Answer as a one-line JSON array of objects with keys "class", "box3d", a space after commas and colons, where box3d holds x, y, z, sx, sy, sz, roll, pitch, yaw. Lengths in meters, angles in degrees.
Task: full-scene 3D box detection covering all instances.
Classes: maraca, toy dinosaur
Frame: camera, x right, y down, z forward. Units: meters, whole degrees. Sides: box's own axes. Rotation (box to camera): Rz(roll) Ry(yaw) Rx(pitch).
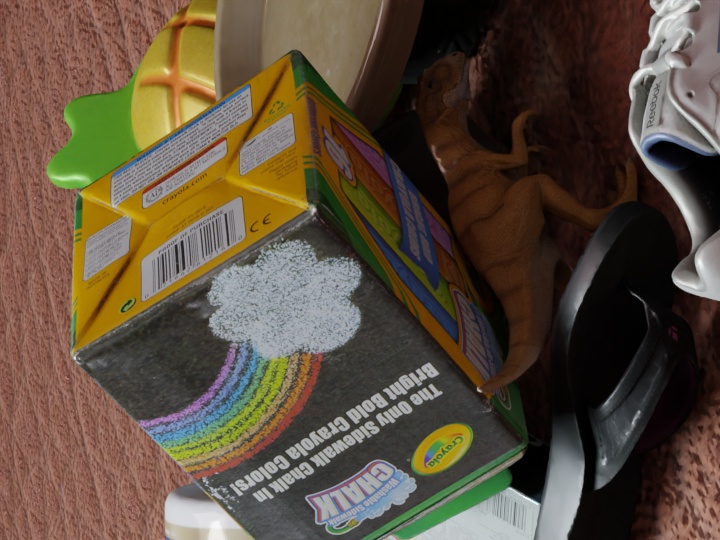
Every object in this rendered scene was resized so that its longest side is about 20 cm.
[{"class": "maraca", "box3d": [-0.069, -0.085, 1.186, 0.137, 0.200, 0.107, 56, 176, 36]}, {"class": "toy dinosaur", "box3d": [0.069, -0.008, 0.976, 0.060, 0.106, 0.200, 108, 155, -44]}]

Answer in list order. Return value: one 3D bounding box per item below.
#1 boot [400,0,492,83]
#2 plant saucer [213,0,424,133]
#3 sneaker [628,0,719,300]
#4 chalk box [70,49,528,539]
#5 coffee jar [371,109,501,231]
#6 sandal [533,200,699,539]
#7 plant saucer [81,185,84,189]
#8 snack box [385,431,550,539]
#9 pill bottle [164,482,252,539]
[{"class": "boot", "box3d": [0.020, -0.216, 1.111, 0.182, 0.072, 0.200, 122, 143, -49]}, {"class": "plant saucer", "box3d": [-0.018, -0.133, 1.053, 0.200, 0.029, 0.201, -30, 56, 58]}, {"class": "sneaker", "box3d": [0.140, -0.080, 0.844, 0.075, 0.087, 0.200, 135, 127, -61]}, {"class": "chalk box", "box3d": [-0.014, 0.034, 0.955, 0.125, 0.200, 0.124, -31, 33, 16]}, {"class": "coffee jar", "box3d": [0.000, 0.000, 1.130, 0.085, 0.104, 0.200, 50, 147, 5]}, {"class": "sandal", "box3d": [0.116, 0.062, 0.960, 0.048, 0.075, 0.201, 25, 128, 32]}, {"class": "plant saucer", "box3d": [-0.079, 0.010, 1.250, 0.039, 0.201, 0.201, -19, 74, 29]}, {"class": "snack box", "box3d": [0.014, 0.096, 1.077, 0.200, 0.037, 0.116, 29, 138, 29]}, {"class": "pill bottle", "box3d": [-0.046, 0.216, 1.231, 0.111, 0.111, 0.201, -176, 81, -64]}]
